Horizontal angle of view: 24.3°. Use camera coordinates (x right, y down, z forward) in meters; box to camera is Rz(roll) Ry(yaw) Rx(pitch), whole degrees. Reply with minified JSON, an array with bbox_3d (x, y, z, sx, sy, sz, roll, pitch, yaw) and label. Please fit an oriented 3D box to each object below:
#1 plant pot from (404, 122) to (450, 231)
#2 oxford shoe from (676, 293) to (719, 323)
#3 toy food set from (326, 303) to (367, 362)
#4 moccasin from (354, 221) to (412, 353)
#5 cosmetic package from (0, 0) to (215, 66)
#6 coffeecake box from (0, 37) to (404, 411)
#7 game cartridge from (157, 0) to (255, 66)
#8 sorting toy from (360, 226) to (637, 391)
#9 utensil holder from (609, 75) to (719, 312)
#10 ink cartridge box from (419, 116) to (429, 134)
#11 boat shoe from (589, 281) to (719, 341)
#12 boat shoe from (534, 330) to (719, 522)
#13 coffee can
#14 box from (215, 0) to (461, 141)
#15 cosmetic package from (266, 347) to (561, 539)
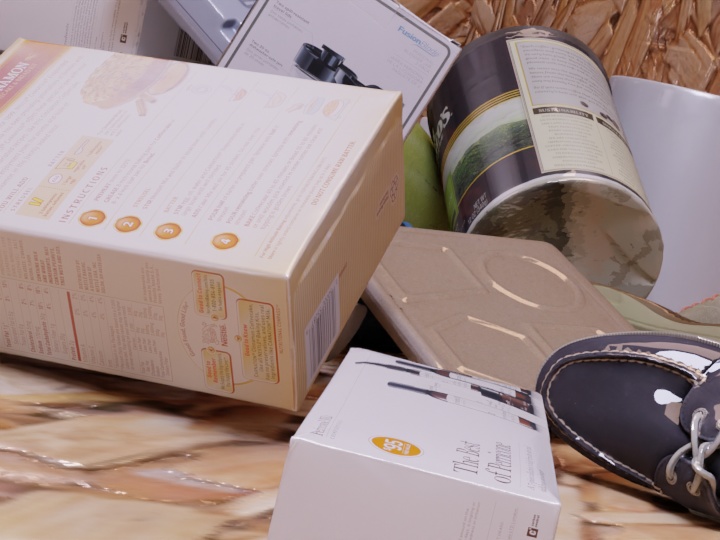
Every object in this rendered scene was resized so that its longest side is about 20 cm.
[{"bbox_3d":[-0.009,-0.067,1.334,0.199,0.188,0.187,25,-3,-38],"label":"plant pot"},{"bbox_3d":[0.228,0.047,1.098,0.199,0.075,0.070,17,8,42],"label":"oxford shoe"},{"bbox_3d":[-0.115,0.004,0.854,0.199,0.061,0.143,16,7,26],"label":"toy food set"},{"bbox_3d":[0.000,0.000,1.057,0.068,0.081,0.200,7,5,-7],"label":"moccasin"},{"bbox_3d":[-0.180,-0.178,1.182,0.199,0.086,0.107,17,7,40],"label":"cosmetic package"},{"bbox_3d":[-0.096,-0.028,0.750,0.198,0.074,0.154,10,37,16],"label":"coffeecake box"},{"bbox_3d":[-0.075,-0.193,1.104,0.134,0.040,0.200,52,28,10],"label":"game cartridge"},{"bbox_3d":[0.078,0.033,0.906,0.199,0.037,0.185,10,26,-34],"label":"sorting toy"},{"bbox_3d":[0.251,-0.042,1.356,0.169,0.202,0.170,13,4,-1],"label":"utensil holder"},{"bbox_3d":[0.153,-0.050,1.538,0.145,0.146,0.199,6,7,-43],"label":"ink cartridge box"},{"bbox_3d":[0.194,0.067,0.973,0.199,0.063,0.073,21,-16,45],"label":"boat shoe"},{"bbox_3d":[0.163,0.074,0.718,0.199,0.073,0.063,20,5,21],"label":"boat shoe"},{"bbox_3d":[0.131,-0.066,1.230,0.145,0.147,0.201,11,37,-14],"label":"coffee can"},{"bbox_3d":[-0.043,-0.077,0.971,0.116,0.201,0.060,31,3,-8],"label":"box"},{"bbox_3d":[0.021,0.069,0.568,0.082,0.051,0.200,12,6,3],"label":"cosmetic package"}]
